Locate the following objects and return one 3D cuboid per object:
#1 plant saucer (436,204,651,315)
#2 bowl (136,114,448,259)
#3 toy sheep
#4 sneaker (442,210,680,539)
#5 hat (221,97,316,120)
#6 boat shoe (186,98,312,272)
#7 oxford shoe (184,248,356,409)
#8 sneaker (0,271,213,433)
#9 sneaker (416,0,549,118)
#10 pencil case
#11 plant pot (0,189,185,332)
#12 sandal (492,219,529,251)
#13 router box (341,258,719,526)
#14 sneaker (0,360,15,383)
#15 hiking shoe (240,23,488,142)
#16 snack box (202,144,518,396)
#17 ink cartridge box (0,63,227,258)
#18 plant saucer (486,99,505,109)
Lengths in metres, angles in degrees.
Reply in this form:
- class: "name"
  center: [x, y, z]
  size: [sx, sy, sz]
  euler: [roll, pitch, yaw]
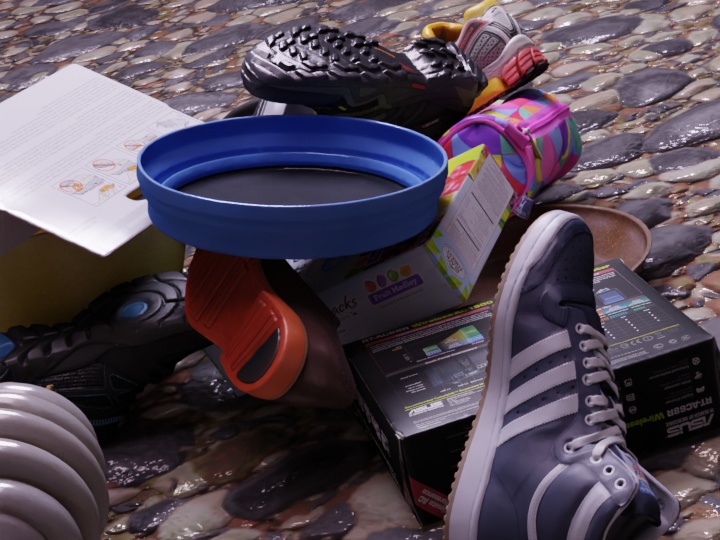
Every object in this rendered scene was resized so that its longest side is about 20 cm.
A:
- class: "plant saucer"
  center: [0.111, 0.007, 1.218]
  size: [0.200, 0.037, 0.200]
  euler: [-12, 21, 5]
- class: "bowl"
  center: [-0.044, -0.056, 1.099]
  size: [0.200, 0.039, 0.201]
  euler: [1, 21, 0]
- class: "toy sheep"
  center: [-0.210, 0.134, 0.974]
  size: [0.138, 0.138, 0.200]
  euler: [-11, 36, 6]
- class: "sneaker"
  center: [0.119, 0.071, 0.896]
  size: [0.108, 0.201, 0.070]
  euler: [10, -9, 37]
- class: "hat"
  center: [-0.077, -0.098, 1.440]
  size: [0.200, 0.081, 0.201]
  euler: [-30, 32, 21]
- class: "boat shoe"
  center: [-0.091, -0.057, 1.282]
  size: [0.066, 0.200, 0.070]
  euler: [18, 12, 17]
- class: "oxford shoe"
  center: [-0.059, 0.028, 1.083]
  size: [0.071, 0.072, 0.200]
  euler: [-53, 32, 17]
- class: "sneaker"
  center: [-0.167, 0.061, 1.162]
  size: [0.200, 0.082, 0.073]
  euler: [-17, 27, 8]
- class: "sneaker"
  center: [0.074, -0.163, 1.407]
  size: [0.078, 0.082, 0.200]
  euler: [-32, 2, -37]
- class: "pencil case"
  center: [0.115, -0.090, 1.304]
  size: [0.088, 0.089, 0.200]
  euler: [-6, 11, 18]
- class: "plant pot"
  center: [-0.212, 0.003, 1.272]
  size: [0.199, 0.142, 0.200]
  euler: [-12, 22, 5]
- class: "sandal"
  center: [0.042, -0.041, 1.357]
  size: [0.202, 0.050, 0.082]
  euler: [-1, 25, 28]
- class: "router box"
  center: [0.100, 0.069, 1.036]
  size: [0.200, 0.062, 0.150]
  euler: [-17, 22, -8]
- class: "sneaker"
  center: [-0.294, 0.123, 1.066]
  size: [0.200, 0.111, 0.077]
  euler: [-29, 25, -33]
- class: "hiking shoe"
  center: [-0.002, -0.116, 1.237]
  size: [0.200, 0.101, 0.076]
  euler: [1, 38, -32]
- class: "snack box"
  center: [0.000, 0.000, 1.178]
  size: [0.200, 0.053, 0.142]
  euler: [-24, 19, 33]
- class: "ink cartridge box"
  center: [-0.192, -0.067, 1.186]
  size: [0.173, 0.044, 0.200]
  euler: [25, 36, 19]
- class: "plant saucer"
  center: [0.076, -0.101, 1.483]
  size: [0.200, 0.051, 0.201]
  euler: [-11, 22, 5]
